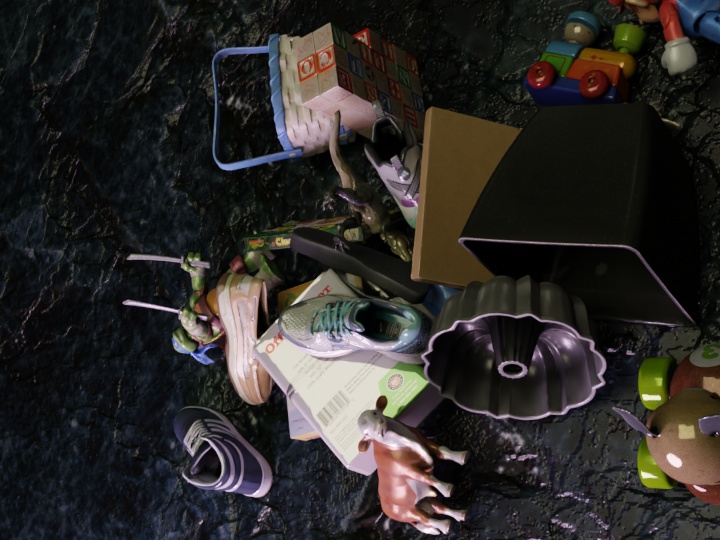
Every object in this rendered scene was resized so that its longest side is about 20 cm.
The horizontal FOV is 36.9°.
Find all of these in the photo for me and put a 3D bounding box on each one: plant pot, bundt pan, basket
[{"bbox_3d":[0.253,-0.065,1.151,0.197,0.200,0.180,4,67,38],"label":"plant pot"},{"bbox_3d":[0.167,0.078,1.176,0.200,0.202,0.077,-21,42,32],"label":"bundt pan"},{"bbox_3d":[-0.107,-0.230,1.476,0.197,0.139,0.179,-4,74,5],"label":"basket"}]

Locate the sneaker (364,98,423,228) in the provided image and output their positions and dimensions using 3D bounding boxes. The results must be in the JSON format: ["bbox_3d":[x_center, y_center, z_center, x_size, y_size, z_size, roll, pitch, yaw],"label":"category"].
[{"bbox_3d":[0.047,-0.151,1.314,0.077,0.141,0.201,-31,26,6],"label":"sneaker"}]

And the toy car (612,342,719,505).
[{"bbox_3d":[0.322,0.139,1.027,0.162,0.199,0.161,-5,75,36],"label":"toy car"}]

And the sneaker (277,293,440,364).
[{"bbox_3d":[-0.008,0.055,1.238,0.197,0.086,0.079,2,72,20],"label":"sneaker"}]

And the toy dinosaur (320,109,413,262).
[{"bbox_3d":[-0.007,-0.078,1.273,0.047,0.202,0.088,-9,28,49],"label":"toy dinosaur"}]

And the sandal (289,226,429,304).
[{"bbox_3d":[0.000,0.000,1.302,0.198,0.076,0.043,25,111,32],"label":"sandal"}]

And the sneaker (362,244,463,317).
[{"bbox_3d":[0.077,0.017,1.338,0.199,0.079,0.090,34,85,34],"label":"sneaker"}]

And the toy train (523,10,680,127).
[{"bbox_3d":[0.295,-0.227,1.226,0.198,0.085,0.117,19,77,38],"label":"toy train"}]

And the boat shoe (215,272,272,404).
[{"bbox_3d":[-0.136,0.096,1.428,0.075,0.202,0.072,1,36,16],"label":"boat shoe"}]

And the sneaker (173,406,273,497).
[{"bbox_3d":[-0.215,0.238,1.473,0.199,0.108,0.071,30,96,38],"label":"sneaker"}]

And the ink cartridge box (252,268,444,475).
[{"bbox_3d":[-0.014,0.122,1.315,0.146,0.084,0.200,-45,64,3],"label":"ink cartridge box"}]

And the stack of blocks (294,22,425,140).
[{"bbox_3d":[0.003,-0.241,1.369,0.058,0.199,0.117,-21,68,32],"label":"stack of blocks"}]

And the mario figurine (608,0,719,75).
[{"bbox_3d":[0.355,-0.279,1.185,0.199,0.123,0.107,34,120,26],"label":"mario figurine"}]

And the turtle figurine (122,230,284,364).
[{"bbox_3d":[-0.215,0.017,1.492,0.193,0.144,0.201,-36,92,8],"label":"turtle figurine"}]

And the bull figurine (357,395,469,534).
[{"bbox_3d":[0.059,0.226,1.222,0.120,0.202,0.065,22,55,25],"label":"bull figurine"}]

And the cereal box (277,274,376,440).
[{"bbox_3d":[-0.037,0.109,1.412,0.142,0.039,0.203,-18,69,31],"label":"cereal box"}]

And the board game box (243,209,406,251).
[{"bbox_3d":[-0.048,-0.052,1.424,0.198,0.104,0.024,-4,105,36],"label":"board game box"}]

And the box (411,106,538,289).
[{"bbox_3d":[0.140,-0.076,1.253,0.021,0.161,0.203,163,115,-64],"label":"box"}]
